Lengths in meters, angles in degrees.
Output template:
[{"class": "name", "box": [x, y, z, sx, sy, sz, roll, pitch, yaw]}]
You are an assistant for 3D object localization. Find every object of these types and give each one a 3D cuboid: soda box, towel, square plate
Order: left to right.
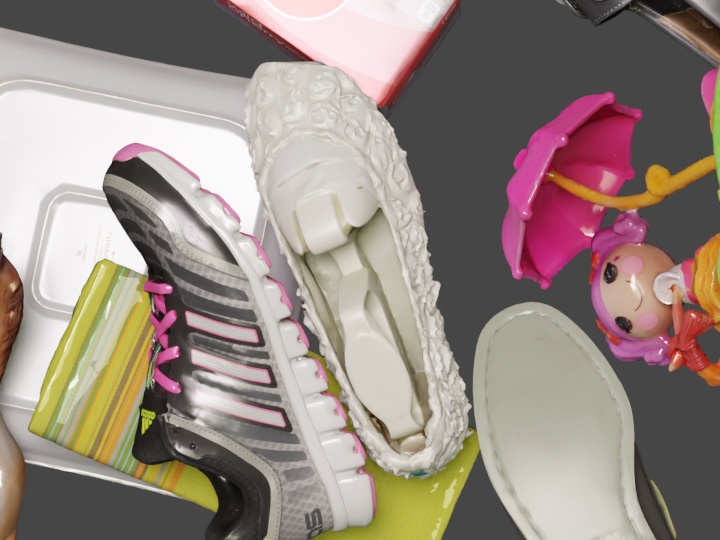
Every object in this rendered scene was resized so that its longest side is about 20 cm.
[{"class": "square plate", "box": [-0.122, -0.003, 1.237, 0.197, 0.028, 0.202, 11, 87, 3]}, {"class": "soda box", "box": [-0.051, -0.155, 1.224, 0.199, 0.063, 0.070, 35, 89, 3]}, {"class": "towel", "box": [-0.047, 0.073, 1.212, 0.199, 0.018, 0.087, 25, 89, -10]}]

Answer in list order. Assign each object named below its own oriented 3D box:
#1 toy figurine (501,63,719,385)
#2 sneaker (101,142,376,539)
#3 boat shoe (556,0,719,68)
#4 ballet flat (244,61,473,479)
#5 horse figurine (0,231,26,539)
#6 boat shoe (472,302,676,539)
[{"class": "toy figurine", "box": [0.147, -0.013, 1.162, 0.150, 0.183, 0.201, -23, 98, -41]}, {"class": "sneaker", "box": [-0.070, 0.043, 1.160, 0.087, 0.074, 0.201, -31, 102, -14]}, {"class": "boat shoe", "box": [0.112, -0.149, 1.212, 0.199, 0.072, 0.068, 25, 84, 2]}, {"class": "ballet flat", "box": [0.000, 0.000, 1.171, 0.071, 0.072, 0.201, -22, 95, 1]}, {"class": "horse figurine", "box": [-0.202, 0.079, 1.204, 0.131, 0.050, 0.201, -9, 112, 3]}, {"class": "boat shoe", "box": [0.103, 0.113, 1.200, 0.071, 0.061, 0.202, -21, 68, 0]}]
